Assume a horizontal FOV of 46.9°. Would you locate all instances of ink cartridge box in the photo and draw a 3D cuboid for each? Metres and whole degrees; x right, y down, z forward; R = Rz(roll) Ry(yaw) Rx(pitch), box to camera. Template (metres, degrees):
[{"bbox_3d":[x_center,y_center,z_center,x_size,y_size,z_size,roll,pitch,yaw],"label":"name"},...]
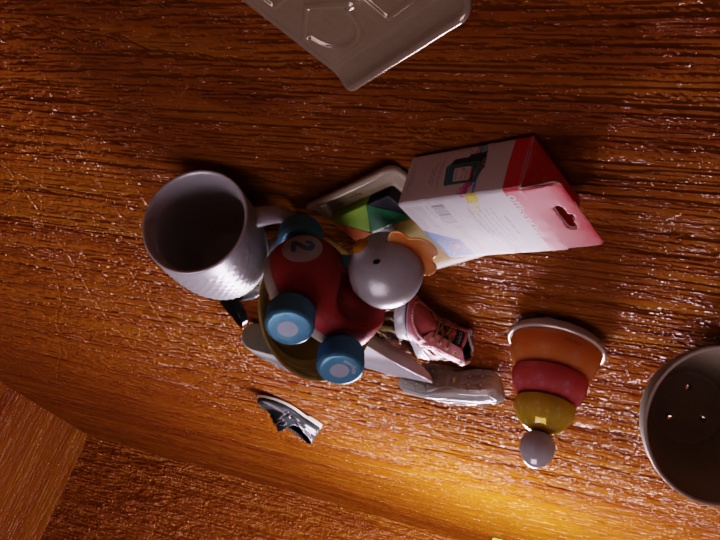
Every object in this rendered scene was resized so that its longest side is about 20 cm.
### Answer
[{"bbox_3d":[0.154,-0.076,0.892,0.198,0.068,0.116,-3,147,42],"label":"ink cartridge box"}]

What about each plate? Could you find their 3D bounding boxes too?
[{"bbox_3d":[0.004,0.137,1.449,0.199,0.033,0.199,33,163,-37],"label":"plate"}]

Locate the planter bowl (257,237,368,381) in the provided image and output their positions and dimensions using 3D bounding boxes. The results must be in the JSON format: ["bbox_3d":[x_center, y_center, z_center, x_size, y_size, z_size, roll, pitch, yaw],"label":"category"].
[{"bbox_3d":[-0.081,0.056,1.189,0.200,0.202,0.083,35,154,-30],"label":"planter bowl"}]

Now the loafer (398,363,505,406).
[{"bbox_3d":[0.160,0.210,1.474,0.198,0.070,0.070,2,142,34],"label":"loafer"}]

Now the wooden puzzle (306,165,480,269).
[{"bbox_3d":[0.049,-0.050,1.064,0.199,0.038,0.184,33,152,-26],"label":"wooden puzzle"}]

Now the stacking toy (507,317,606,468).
[{"bbox_3d":[0.261,0.181,1.179,0.144,0.202,0.147,17,155,8],"label":"stacking toy"}]

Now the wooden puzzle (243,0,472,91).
[{"bbox_3d":[-0.026,-0.257,0.694,0.199,0.047,0.184,38,150,-24],"label":"wooden puzzle"}]

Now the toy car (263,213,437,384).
[{"bbox_3d":[0.000,0.000,1.030,0.199,0.185,0.177,-32,123,26],"label":"toy car"}]

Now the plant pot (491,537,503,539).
[{"bbox_3d":[0.516,1.005,2.704,0.198,0.183,0.199,7,152,24],"label":"plant pot"}]

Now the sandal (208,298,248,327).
[{"bbox_3d":[-0.239,0.015,1.295,0.200,0.045,0.075,51,162,33],"label":"sandal"}]

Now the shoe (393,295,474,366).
[{"bbox_3d":[0.117,0.091,1.269,0.090,0.072,0.200,8,158,22],"label":"shoe"}]

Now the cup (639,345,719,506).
[{"bbox_3d":[0.457,0.194,1.105,0.198,0.203,0.143,19,-179,3],"label":"cup"}]

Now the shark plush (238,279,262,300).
[{"bbox_3d":[-0.105,-0.004,1.287,0.198,0.092,0.083,-7,172,19],"label":"shark plush"}]

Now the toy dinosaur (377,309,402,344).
[{"bbox_3d":[0.026,0.070,1.305,0.100,0.059,0.201,17,155,10],"label":"toy dinosaur"}]

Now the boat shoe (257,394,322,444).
[{"bbox_3d":[-0.186,0.379,2.090,0.074,0.067,0.199,-9,143,47],"label":"boat shoe"}]

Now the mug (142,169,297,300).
[{"bbox_3d":[-0.177,-0.042,1.154,0.198,0.149,0.176,-16,158,4],"label":"mug"}]

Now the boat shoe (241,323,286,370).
[{"bbox_3d":[-0.136,0.160,1.614,0.199,0.071,0.072,23,167,3],"label":"boat shoe"}]
